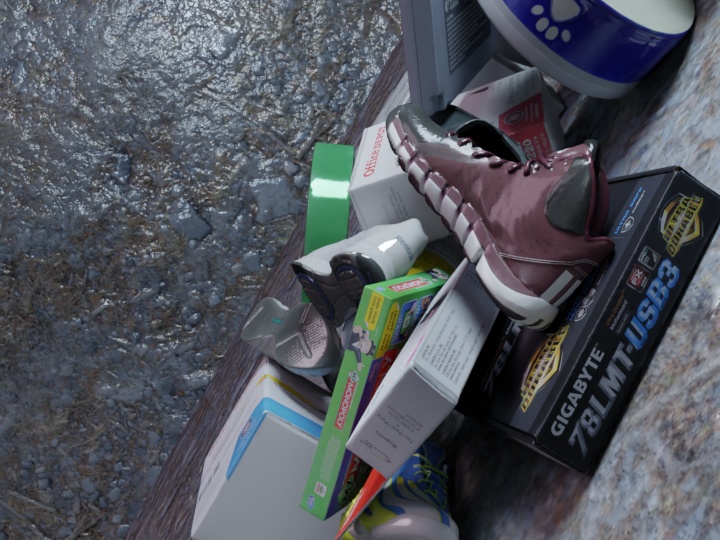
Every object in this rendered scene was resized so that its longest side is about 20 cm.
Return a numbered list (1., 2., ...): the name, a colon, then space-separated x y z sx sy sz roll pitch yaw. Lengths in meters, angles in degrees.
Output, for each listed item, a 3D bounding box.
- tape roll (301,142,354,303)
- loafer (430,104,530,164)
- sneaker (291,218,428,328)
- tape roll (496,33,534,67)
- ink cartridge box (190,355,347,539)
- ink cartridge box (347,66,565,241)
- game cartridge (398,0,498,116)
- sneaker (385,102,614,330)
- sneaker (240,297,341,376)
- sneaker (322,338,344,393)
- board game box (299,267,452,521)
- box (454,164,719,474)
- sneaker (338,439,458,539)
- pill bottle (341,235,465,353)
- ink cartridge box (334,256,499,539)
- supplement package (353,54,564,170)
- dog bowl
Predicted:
1. tape roll: -0.037 -0.045 1.122 0.200 0.047 0.204 -176 90 -89
2. loafer: 0.096 -0.096 0.787 0.067 0.071 0.201 -26 38 -5
3. sneaker: 0.000 0.000 0.892 0.087 0.075 0.199 -36 12 -23
4. tape roll: 0.182 -0.316 1.026 0.066 0.198 0.202 -46 17 54
5. ink cartridge box: -0.076 0.209 1.006 0.148 0.145 0.200 -59 10 6
6. ink cartridge box: 0.096 -0.107 0.940 0.197 0.086 0.146 -19 28 19
7. game cartridge: 0.083 -0.236 0.867 0.200 0.041 0.135 -50 -45 -54
8. sneaker: 0.106 -0.067 0.665 0.115 0.201 0.075 -42 -27 19
9. sneaker: -0.058 0.078 1.025 0.071 0.080 0.200 -55 24 -9
10. sneaker: 0.022 0.076 1.136 0.090 0.077 0.201 -22 20 28
11. board game box: 0.018 0.103 0.830 0.134 0.029 0.203 -14 -55 -61
12. box: 0.150 0.030 0.690 0.202 0.049 0.198 -61 11 -5
13. sneaker: 0.037 0.175 0.762 0.106 0.075 0.200 -64 10 -20
14. pill bottle: 0.056 0.014 0.993 0.114 0.113 0.202 -50 15 44
15. ink cartridge box: 0.040 0.084 0.728 0.174 0.043 0.200 -54 -1 35
16. supplement package: 0.106 -0.157 1.087 0.201 0.154 0.111 -56 13 23
17. dog bowl: 0.189 -0.251 0.825 0.079 0.198 0.202 -47 17 43
